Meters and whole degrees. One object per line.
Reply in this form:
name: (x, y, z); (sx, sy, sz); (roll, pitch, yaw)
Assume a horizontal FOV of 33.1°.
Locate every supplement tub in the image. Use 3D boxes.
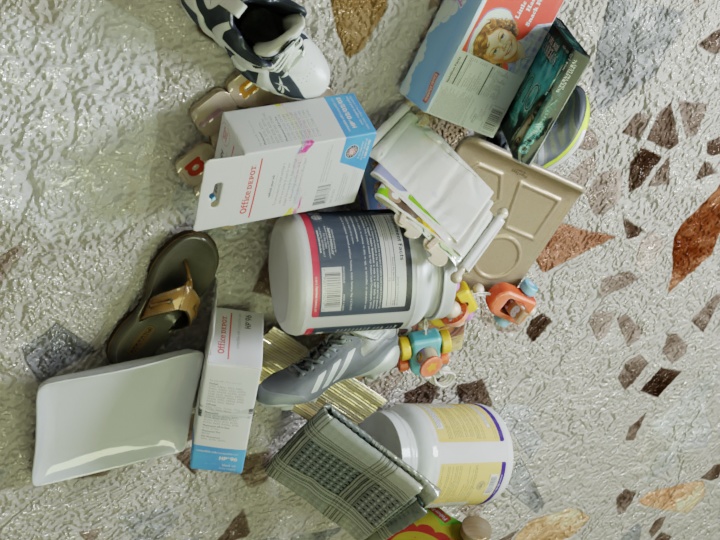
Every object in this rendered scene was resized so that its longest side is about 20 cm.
supplement tub: (0.101, 0.261, 1.711); (0.198, 0.146, 0.147); (5, 120, -35)
supplement tub: (0.000, 0.000, 1.416); (0.197, 0.141, 0.142); (-3, 125, -16)

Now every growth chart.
growth chart: (0.081, -0.093, 1.392); (0.145, 0.200, 0.018); (-40, 179, -32)

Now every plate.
plate: (-0.294, 0.169, 1.443); (0.198, 0.032, 0.201); (-11, 142, -27)

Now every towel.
towel: (-0.014, 0.283, 1.609); (0.199, 0.035, 0.193); (37, 134, -6)

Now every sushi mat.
sushi mat: (-0.067, 0.148, 1.555); (0.199, 0.012, 0.096); (35, 115, -26)

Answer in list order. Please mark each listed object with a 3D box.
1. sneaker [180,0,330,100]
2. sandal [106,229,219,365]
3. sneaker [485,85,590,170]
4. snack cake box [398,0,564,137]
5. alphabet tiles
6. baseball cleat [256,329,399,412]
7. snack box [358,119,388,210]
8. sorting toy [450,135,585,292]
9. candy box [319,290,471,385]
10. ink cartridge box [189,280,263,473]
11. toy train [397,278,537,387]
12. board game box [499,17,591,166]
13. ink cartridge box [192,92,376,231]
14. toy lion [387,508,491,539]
sneaker: (-0.082, -0.225, 1.226); (0.080, 0.129, 0.199); (-48, 130, -3)
sandal: (-0.225, 0.044, 1.399); (0.081, 0.055, 0.201); (27, 106, -42)
sneaker: (0.207, -0.157, 1.521); (0.200, 0.074, 0.081); (-48, 131, 5)
snack cake box: (0.142, -0.267, 1.390); (0.114, 0.067, 0.202); (15, 110, -37)
alphabet tiles: (-0.106, -0.141, 1.366); (0.195, 0.015, 0.200); (-39, 135, -3)
baseball cleat: (-0.043, 0.100, 1.487); (0.198, 0.070, 0.108); (-18, 120, -29)
snack box: (0.035, -0.091, 1.488); (0.071, 0.024, 0.202); (-23, 132, -15)
sorting toy: (0.156, -0.064, 1.514); (0.183, 0.037, 0.201); (20, 121, -25)
candy box: (0.045, 0.068, 1.593); (0.198, 0.055, 0.117); (-13, 129, -24)
ink cartridge box: (-0.157, 0.127, 1.454); (0.067, 0.117, 0.202); (8, 121, -9)
toy train: (0.138, 0.084, 1.560); (0.149, 0.056, 0.200); (26, 116, -32)
board game box: (0.204, -0.213, 1.395); (0.028, 0.200, 0.136); (24, 110, -10)
ink cartridge box: (-0.094, -0.118, 1.315); (0.198, 0.068, 0.116); (-12, 146, -26)
toy lion: (0.079, 0.390, 1.731); (0.191, 0.199, 0.069); (-22, 136, -41)
